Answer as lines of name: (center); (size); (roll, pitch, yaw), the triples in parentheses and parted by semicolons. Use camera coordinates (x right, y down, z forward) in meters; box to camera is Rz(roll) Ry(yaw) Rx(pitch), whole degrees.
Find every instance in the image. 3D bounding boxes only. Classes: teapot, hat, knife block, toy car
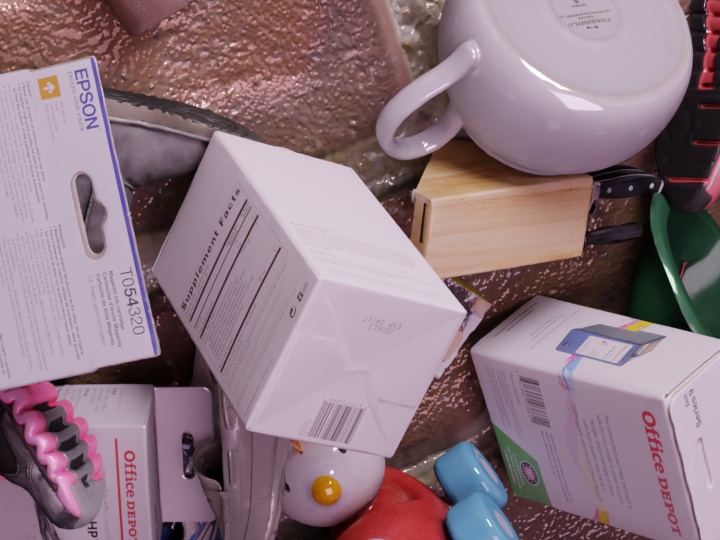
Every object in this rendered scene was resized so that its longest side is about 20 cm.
teapot: (0.131, -0.139, 1.605); (0.199, 0.198, 0.146); (25, 139, -5)
hat: (0.215, 0.061, 1.758); (0.175, 0.165, 0.201); (-29, 81, 28)
knife block: (0.131, -0.043, 1.633); (0.174, 0.200, 0.065); (8, 110, 7)
toy car: (-0.012, 0.171, 1.674); (0.184, 0.177, 0.200); (-36, 107, 9)

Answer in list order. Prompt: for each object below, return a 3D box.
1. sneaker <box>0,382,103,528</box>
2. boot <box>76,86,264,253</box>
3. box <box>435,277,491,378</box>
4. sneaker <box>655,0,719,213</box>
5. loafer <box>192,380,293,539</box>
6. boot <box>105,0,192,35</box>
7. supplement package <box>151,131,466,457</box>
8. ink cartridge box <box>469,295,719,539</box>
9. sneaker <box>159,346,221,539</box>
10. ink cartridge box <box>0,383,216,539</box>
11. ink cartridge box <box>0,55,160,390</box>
sneaker: (-0.254, 0.104, 1.514); (0.095, 0.200, 0.079); (-42, 165, 12)
boot: (-0.174, -0.024, 1.574); (0.180, 0.073, 0.202); (11, 100, -11)
box: (0.000, 0.000, 1.665); (0.199, 0.050, 0.076); (31, 98, -28)
sneaker: (0.290, -0.137, 1.699); (0.086, 0.074, 0.202); (13, 92, -35)
loafer: (-0.087, 0.144, 1.601); (0.069, 0.070, 0.202); (9, 117, -3)
boot: (-0.200, -0.217, 1.495); (0.186, 0.064, 0.200); (-39, 124, 0)
supplement package: (-0.039, 0.014, 1.502); (0.120, 0.200, 0.120); (13, 114, -32)
ink cartridge box: (0.196, 0.116, 1.697); (0.087, 0.199, 0.146); (-35, 121, -31)
sneaker: (-0.123, 0.140, 1.661); (0.084, 0.077, 0.202); (-4, 112, -15)
ink cartridge box: (-0.205, 0.147, 1.597); (0.198, 0.067, 0.117); (-1, 112, 1)
ink cartridge box: (-0.239, -0.022, 1.435); (0.198, 0.043, 0.198); (-11, 95, 7)
